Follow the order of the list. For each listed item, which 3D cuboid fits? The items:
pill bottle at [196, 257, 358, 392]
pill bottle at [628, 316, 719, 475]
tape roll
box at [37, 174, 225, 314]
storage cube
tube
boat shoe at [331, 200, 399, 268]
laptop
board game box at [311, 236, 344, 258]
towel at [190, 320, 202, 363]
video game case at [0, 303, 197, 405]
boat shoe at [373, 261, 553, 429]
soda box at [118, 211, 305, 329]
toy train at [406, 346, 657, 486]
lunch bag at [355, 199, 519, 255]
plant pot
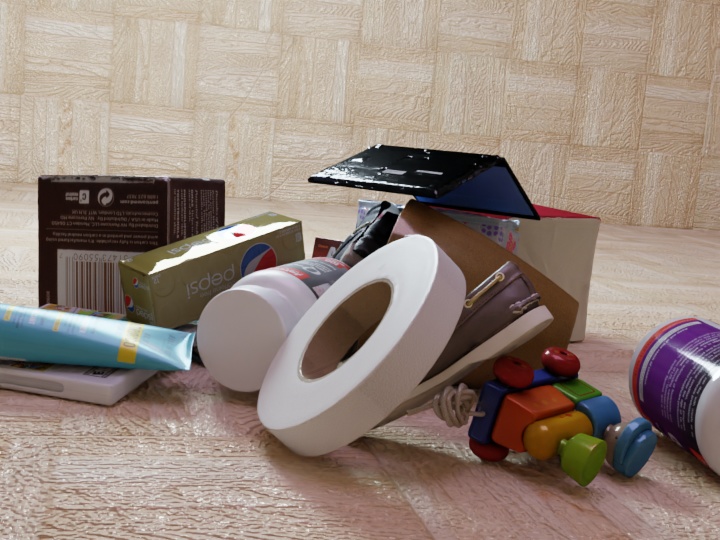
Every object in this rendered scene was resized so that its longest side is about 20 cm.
[{"bbox_3d":[-0.071,0.053,0.979,0.115,0.117,0.200,8,9,20],"label":"pill bottle"},{"bbox_3d":[0.314,0.112,0.834,0.111,0.114,0.200,4,9,-8],"label":"pill bottle"},{"bbox_3d":[-0.001,0.057,0.793,0.037,0.203,0.203,44,-5,-19],"label":"tape roll"},{"bbox_3d":[-0.270,-0.031,1.190,0.164,0.167,0.200,2,5,11],"label":"box"},{"bbox_3d":[0.190,-0.003,1.325,0.198,0.173,0.179,0,11,-35],"label":"storage cube"},{"bbox_3d":[-0.251,0.064,0.894,0.197,0.051,0.078,7,26,-8],"label":"tube"},{"bbox_3d":[0.000,0.000,1.137,0.074,0.093,0.200,35,-33,-5],"label":"boat shoe"},{"bbox_3d":[0.074,-0.080,1.100,0.176,0.104,0.199,10,28,38],"label":"laptop"},{"bbox_3d":[0.020,0.020,1.296,0.198,0.104,0.019,9,-4,26],"label":"board game box"},{"bbox_3d":[-0.132,0.074,1.126,0.199,0.022,0.146,-3,11,-43],"label":"towel"},{"bbox_3d":[-0.278,0.077,0.963,0.180,0.023,0.200,7,14,12],"label":"video game case"},{"bbox_3d":[0.060,0.068,0.808,0.199,0.060,0.072,-34,-15,18],"label":"boat shoe"},{"bbox_3d":[-0.154,-0.002,1.053,0.199,0.069,0.064,-22,27,-38],"label":"soda box"},{"bbox_3d":[0.139,0.128,0.768,0.199,0.086,0.115,-4,26,-46],"label":"toy train"},{"bbox_3d":[0.076,0.008,1.183,0.198,0.172,0.127,11,6,25],"label":"lunch bag"},{"bbox_3d":[0.117,0.045,1.018,0.198,0.189,0.186,18,11,10],"label":"plant pot"}]
